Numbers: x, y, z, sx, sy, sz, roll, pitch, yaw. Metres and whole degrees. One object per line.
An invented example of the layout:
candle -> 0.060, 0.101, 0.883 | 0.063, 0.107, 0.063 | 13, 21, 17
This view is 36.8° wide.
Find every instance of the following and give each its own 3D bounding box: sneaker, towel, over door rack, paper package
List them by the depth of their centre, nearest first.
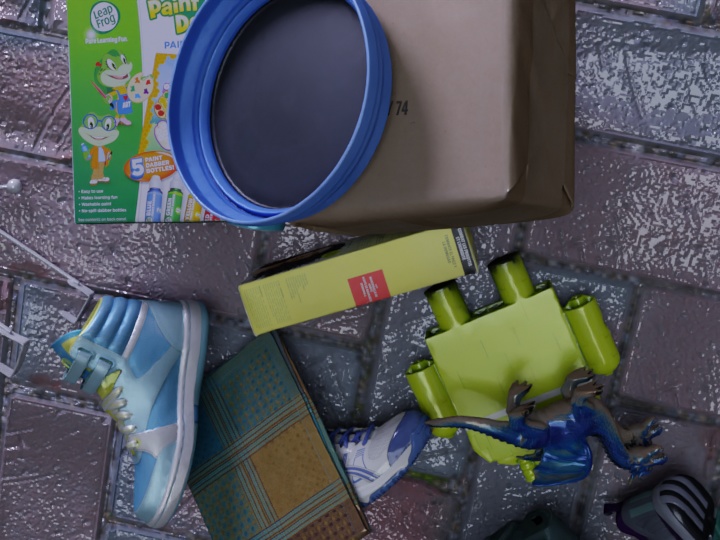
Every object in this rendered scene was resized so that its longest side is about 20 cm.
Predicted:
paper package -> 0.051, -0.129, 0.819 | 0.200, 0.103, 0.191 | -3, 84, 37
over door rack -> -0.321, -0.021, 0.925 | 0.200, 0.148, 0.067 | 45, 108, -5
sneaker -> -0.208, 0.115, 0.934 | 0.130, 0.080, 0.201 | 12, 71, -23
towel -> -0.089, 0.173, 0.958 | 0.146, 0.022, 0.200 | -34, 69, 17
sneaker -> -0.028, 0.173, 0.967 | 0.200, 0.075, 0.088 | -38, 91, 20
sneaker -> 0.308, 0.266, 0.980 | 0.087, 0.074, 0.200 | -28, 106, 42

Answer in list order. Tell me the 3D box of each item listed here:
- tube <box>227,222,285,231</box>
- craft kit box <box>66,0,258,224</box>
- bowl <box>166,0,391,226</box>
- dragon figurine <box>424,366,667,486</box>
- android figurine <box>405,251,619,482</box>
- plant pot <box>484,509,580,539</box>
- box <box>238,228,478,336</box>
tube -> -0.078, -0.135, 0.927 | 0.077, 0.050, 0.201 | 9, 100, 2
craft kit box -> -0.145, -0.138, 0.904 | 0.199, 0.049, 0.198 | -1, 90, 15
bowl -> -0.062, -0.131, 0.805 | 0.200, 0.039, 0.201 | -5, 81, 36
dragon figurine -> 0.162, 0.144, 0.913 | 0.199, 0.059, 0.100 | -15, 108, -2
android figurine -> 0.136, 0.091, 0.959 | 0.182, 0.041, 0.201 | -21, 98, 10
plant pot -> 0.170, 0.330, 0.940 | 0.200, 0.200, 0.196 | -41, 88, 13
box -> 0.000, 0.000, 0.934 | 0.199, 0.075, 0.050 | -16, 101, 8
